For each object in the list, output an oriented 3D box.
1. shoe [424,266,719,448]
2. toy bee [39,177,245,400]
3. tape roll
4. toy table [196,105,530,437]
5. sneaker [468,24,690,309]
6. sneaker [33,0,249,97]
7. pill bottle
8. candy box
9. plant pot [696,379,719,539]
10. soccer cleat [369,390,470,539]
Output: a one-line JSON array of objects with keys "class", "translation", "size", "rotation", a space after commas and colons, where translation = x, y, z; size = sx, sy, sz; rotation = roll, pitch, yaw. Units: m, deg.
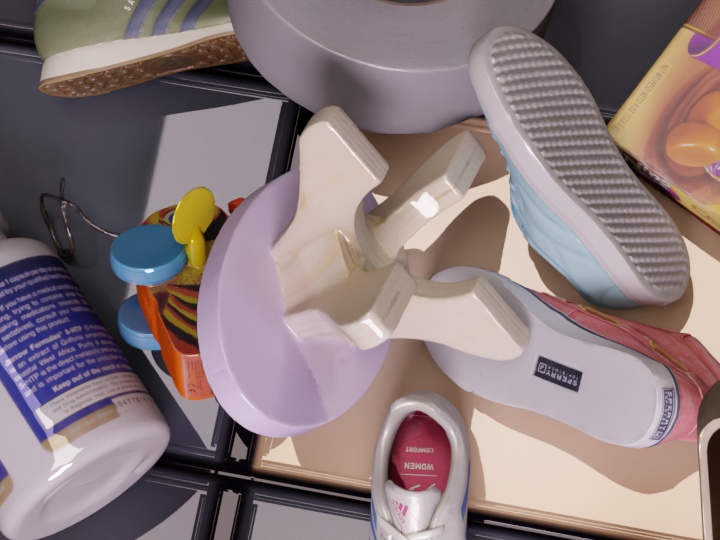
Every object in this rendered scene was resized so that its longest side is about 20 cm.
[{"class": "shoe", "translation": [0.129, 0.054, 1.530], "size": [0.200, 0.091, 0.072], "rotation": [25, 103, 42]}, {"class": "toy bee", "translation": [-0.103, -0.009, 1.559], "size": [0.108, 0.131, 0.200], "rotation": [-21, 62, -21]}, {"class": "tape roll", "translation": [0.020, -0.181, 1.557], "size": [0.199, 0.066, 0.201], "rotation": [4, 57, -7]}, {"class": "toy table", "translation": [0.000, 0.000, 1.489], "size": [0.117, 0.184, 0.201], "rotation": [-27, 34, 38]}, {"class": "sneaker", "translation": [0.109, -0.051, 1.510], "size": [0.200, 0.082, 0.074], "rotation": [55, 47, -18]}, {"class": "sneaker", "translation": [-0.113, -0.173, 1.616], "size": [0.199, 0.067, 0.090], "rotation": [-12, 79, 8]}, {"class": "pill bottle", "translation": [-0.214, 0.050, 1.556], "size": [0.119, 0.120, 0.200], "rotation": [-35, 75, 0]}, {"class": "candy box", "translation": [0.251, -0.122, 1.545], "size": [0.116, 0.056, 0.200], "rotation": [37, 87, 15]}, {"class": "plant pot", "translation": [0.274, 0.141, 1.402], "size": [0.199, 0.177, 0.201], "rotation": [-5, 105, 0]}, {"class": "soccer cleat", "translation": [0.030, 0.168, 1.507], "size": [0.069, 0.086, 0.201], "rotation": [-2, 77, 9]}]
